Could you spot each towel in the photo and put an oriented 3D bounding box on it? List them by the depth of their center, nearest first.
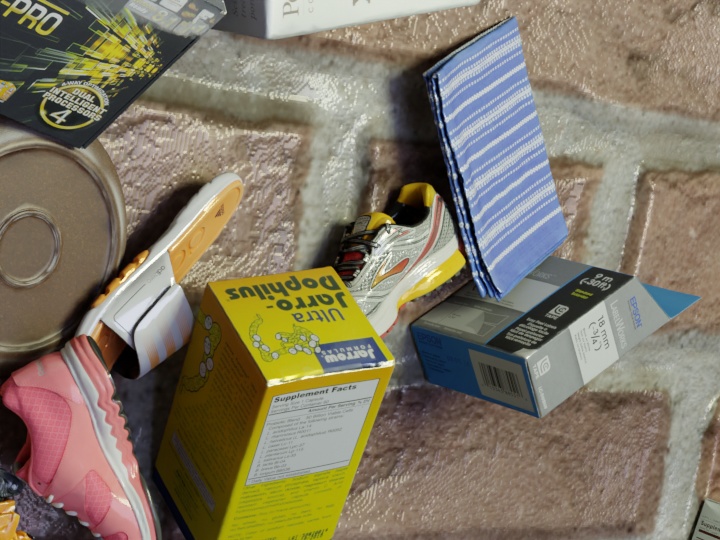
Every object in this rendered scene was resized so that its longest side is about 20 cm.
[{"bbox_3d":[0.116,-0.092,1.770,0.145,0.024,0.201,-37,118,-49],"label":"towel"}]

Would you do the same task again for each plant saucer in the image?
[{"bbox_3d":[-0.241,-0.018,1.517,0.199,0.032,0.202,-14,111,-38],"label":"plant saucer"}]

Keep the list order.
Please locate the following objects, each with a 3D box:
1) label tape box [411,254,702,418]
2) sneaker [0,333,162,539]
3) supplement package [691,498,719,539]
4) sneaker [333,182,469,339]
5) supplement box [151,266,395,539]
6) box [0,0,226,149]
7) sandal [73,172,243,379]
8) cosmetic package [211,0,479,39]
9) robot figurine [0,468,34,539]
[{"bbox_3d":[0.163,0.034,1.801,0.200,0.144,0.064,-34,120,-30],"label":"label tape box"},{"bbox_3d":[-0.201,0.142,1.538,0.086,0.074,0.201,-19,116,-9],"label":"sneaker"},{"bbox_3d":[0.408,0.351,2.094,0.191,0.147,0.201,21,88,-42],"label":"supplement package"},{"bbox_3d":[0.000,0.000,1.706,0.200,0.078,0.083,-41,121,-36],"label":"sneaker"},{"bbox_3d":[-0.068,0.111,1.590,0.108,0.110,0.201,-8,135,-31],"label":"supplement box"},{"bbox_3d":[-0.214,-0.175,1.423,0.199,0.049,0.161,25,125,-40],"label":"box"},{"bbox_3d":[-0.136,0.016,1.577,0.207,0.059,0.079,-52,162,-18],"label":"sandal"},{"bbox_3d":[-0.040,-0.264,1.530,0.199,0.165,0.166,-16,111,-37],"label":"cosmetic package"},{"bbox_3d":[-0.319,0.200,1.491,0.199,0.058,0.146,-6,106,-39],"label":"robot figurine"}]
